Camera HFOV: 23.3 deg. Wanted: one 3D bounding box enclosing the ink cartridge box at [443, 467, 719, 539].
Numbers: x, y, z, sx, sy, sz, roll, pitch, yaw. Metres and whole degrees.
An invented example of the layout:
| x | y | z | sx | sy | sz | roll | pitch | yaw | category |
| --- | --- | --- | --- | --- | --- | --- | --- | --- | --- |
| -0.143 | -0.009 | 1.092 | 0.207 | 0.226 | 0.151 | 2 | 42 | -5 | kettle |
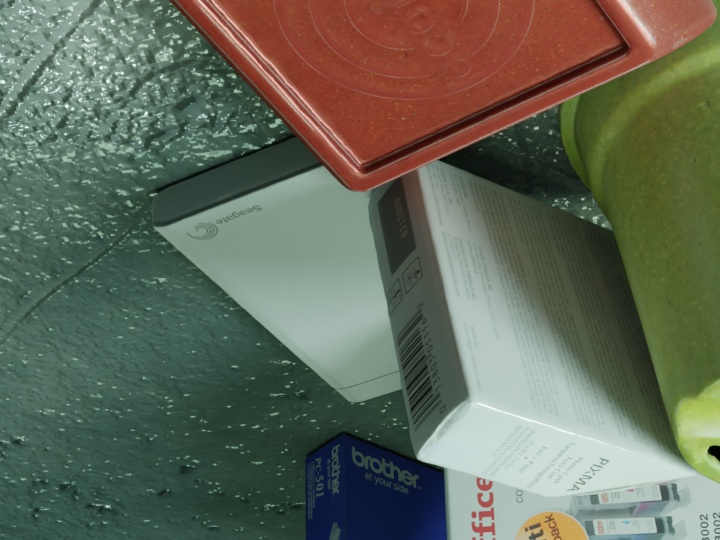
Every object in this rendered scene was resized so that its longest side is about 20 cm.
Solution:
| x | y | z | sx | sy | sz | roll | pitch | yaw | category |
| --- | --- | --- | --- | --- | --- | --- | --- | --- | --- |
| 0.145 | 0.120 | 0.956 | 0.199 | 0.146 | 0.145 | -4 | 161 | 7 | ink cartridge box |

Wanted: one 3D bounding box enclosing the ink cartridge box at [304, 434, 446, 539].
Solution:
| x | y | z | sx | sy | sz | roll | pitch | yaw | category |
| --- | --- | --- | --- | --- | --- | --- | --- | --- | --- |
| 0.054 | 0.184 | 1.133 | 0.199 | 0.094 | 0.044 | 24 | 137 | -32 | ink cartridge box |

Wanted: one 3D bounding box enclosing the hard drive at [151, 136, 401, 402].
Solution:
| x | y | z | sx | sy | sz | roll | pitch | yaw | category |
| --- | --- | --- | --- | --- | --- | --- | --- | --- | --- |
| 0.000 | 0.000 | 0.932 | 0.131 | 0.027 | 0.200 | -19 | 140 | 23 | hard drive |

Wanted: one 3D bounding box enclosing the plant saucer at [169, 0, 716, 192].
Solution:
| x | y | z | sx | sy | sz | roll | pitch | yaw | category |
| --- | --- | --- | --- | --- | --- | --- | --- | --- | --- |
| 0.018 | -0.120 | 0.731 | 0.199 | 0.037 | 0.200 | -22 | 130 | 28 | plant saucer |

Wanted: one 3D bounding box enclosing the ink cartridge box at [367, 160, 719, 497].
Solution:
| x | y | z | sx | sy | sz | roll | pitch | yaw | category |
| --- | --- | --- | --- | --- | --- | --- | --- | --- | --- |
| 0.104 | 0.040 | 0.838 | 0.199 | 0.161 | 0.047 | 21 | 128 | -29 | ink cartridge box |

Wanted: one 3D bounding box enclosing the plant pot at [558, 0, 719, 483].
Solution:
| x | y | z | sx | sy | sz | roll | pitch | yaw | category |
| --- | --- | --- | --- | --- | --- | --- | --- | --- | --- |
| 0.196 | -0.008 | 0.792 | 0.199 | 0.185 | 0.201 | -1 | 145 | 0 | plant pot |
